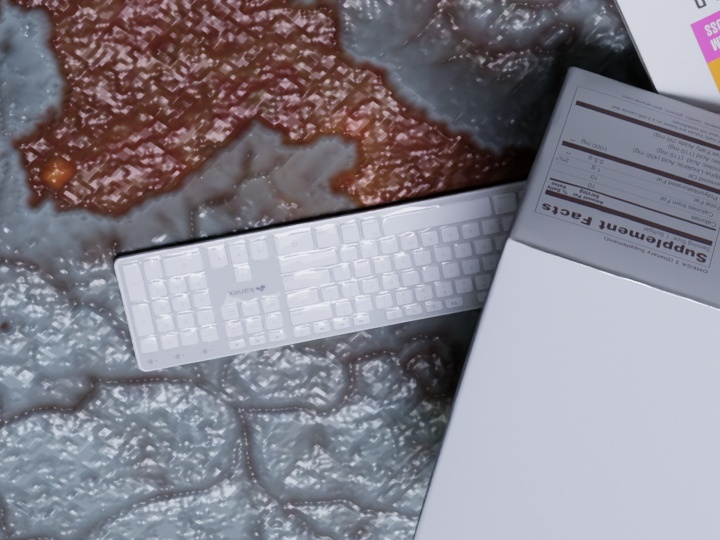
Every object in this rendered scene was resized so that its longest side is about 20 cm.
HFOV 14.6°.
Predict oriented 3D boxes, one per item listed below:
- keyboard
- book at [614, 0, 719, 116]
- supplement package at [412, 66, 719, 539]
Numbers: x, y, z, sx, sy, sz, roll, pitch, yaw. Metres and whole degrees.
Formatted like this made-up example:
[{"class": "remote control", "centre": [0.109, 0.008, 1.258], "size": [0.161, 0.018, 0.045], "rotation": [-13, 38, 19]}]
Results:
[{"class": "keyboard", "centre": [0.000, 0.000, 1.173], "size": [0.199, 0.011, 0.056], "rotation": [-11, 126, 0]}, {"class": "book", "centre": [0.178, -0.094, 1.113], "size": [0.133, 0.048, 0.200], "rotation": [-25, 123, 7]}, {"class": "supplement package", "centre": [0.120, 0.048, 1.117], "size": [0.155, 0.111, 0.201], "rotation": [18, 133, 4]}]
